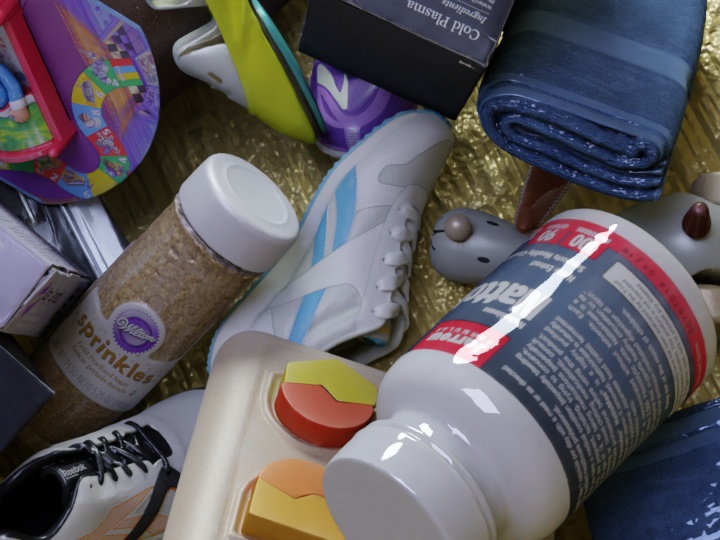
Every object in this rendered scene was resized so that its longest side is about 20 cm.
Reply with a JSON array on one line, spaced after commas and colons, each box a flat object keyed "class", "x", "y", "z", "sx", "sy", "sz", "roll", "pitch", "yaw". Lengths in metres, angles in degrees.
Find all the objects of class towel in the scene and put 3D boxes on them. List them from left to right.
[{"class": "towel", "x": 0.129, "y": -0.112, "z": 1.655, "sx": 0.111, "sy": 0.049, "sz": 0.200, "roll": 21, "pitch": 36, "yaw": 2}, {"class": "towel", "x": 0.186, "y": 0.169, "z": 1.571, "sx": 0.111, "sy": 0.049, "sz": 0.200, "roll": -18, "pitch": 62, "yaw": 10}]

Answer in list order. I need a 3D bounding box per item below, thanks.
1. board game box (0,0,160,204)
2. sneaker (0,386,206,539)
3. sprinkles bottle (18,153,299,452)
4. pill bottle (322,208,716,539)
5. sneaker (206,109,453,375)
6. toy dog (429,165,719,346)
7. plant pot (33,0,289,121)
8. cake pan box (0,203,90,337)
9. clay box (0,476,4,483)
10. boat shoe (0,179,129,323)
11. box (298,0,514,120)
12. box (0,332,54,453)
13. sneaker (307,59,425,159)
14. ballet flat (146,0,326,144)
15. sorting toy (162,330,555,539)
[{"class": "board game box", "x": -0.213, "y": -0.108, "z": 1.683, "sx": 0.200, "sy": 0.158, "sz": 0.039, "roll": 32, "pitch": 43, "yaw": 0}, {"class": "sneaker", "x": -0.139, "y": 0.121, "z": 1.659, "sx": 0.074, "sy": 0.080, "sz": 0.200, "roll": 38, "pitch": 55, "yaw": 24}, {"class": "sprinkles bottle", "x": -0.121, "y": 0.023, "z": 1.690, "sx": 0.200, "sy": 0.068, "sz": 0.068, "roll": -46, "pitch": 58, "yaw": 24}, {"class": "pill bottle", "x": 0.079, "y": 0.070, "z": 1.527, "sx": 0.119, "sy": 0.120, "sz": 0.200, "roll": 31, "pitch": 56, "yaw": 27}, {"class": "sneaker", "x": 0.000, "y": 0.000, "z": 1.706, "sx": 0.081, "sy": 0.077, "sz": 0.200, "roll": 33, "pitch": 87, "yaw": 22}, {"class": "toy dog", "x": 0.133, "y": -0.015, "z": 1.652, "sx": 0.200, "sy": 0.096, "sz": 0.132, "roll": -16, "pitch": 62, "yaw": 10}, {"class": "plant pot", "x": -0.116, "y": -0.195, "z": 1.781, "sx": 0.200, "sy": 0.187, "sz": 0.187, "roll": -27, "pitch": 60, "yaw": -10}, {"class": "cake pan box", "x": -0.239, "y": -0.038, "z": 1.641, "sx": 0.184, "sy": 0.200, "sz": 0.052, "roll": 37, "pitch": 89, "yaw": 1}, {"class": "clay box", "x": -0.204, "y": 0.208, "z": 1.686, "sx": 0.115, "sy": 0.048, "sz": 0.200, "roll": -38, "pitch": 60, "yaw": -3}, {"class": "boat shoe", "x": -0.191, "y": -0.037, "z": 1.779, "sx": 0.071, "sy": 0.072, "sz": 0.200, "roll": -31, "pitch": 63, "yaw": -3}, {"class": "box", "x": 0.050, "y": -0.196, "z": 1.638, "sx": 0.104, "sy": 0.200, "sz": 0.182, "roll": 23, "pitch": 83, "yaw": -1}, {"class": "box", "x": -0.290, "y": 0.083, "z": 1.668, "sx": 0.198, "sy": 0.123, "sz": 0.200, "roll": -49, "pitch": 20, "yaw": -1}, {"class": "sneaker", "x": 0.005, "y": -0.161, "z": 1.768, "sx": 0.080, "sy": 0.083, "sz": 0.200, "roll": 3, "pitch": 68, "yaw": 19}, {"class": "ballet flat", "x": -0.084, "y": -0.150, "z": 1.693, "sx": 0.067, "sy": 0.200, "sz": 0.067, "roll": -25, "pitch": 28, "yaw": -4}, {"class": "sorting toy", "x": 0.007, "y": 0.111, "z": 1.586, "sx": 0.199, "sy": 0.037, "sz": 0.185, "roll": 15, "pitch": 38, "yaw": -1}]
